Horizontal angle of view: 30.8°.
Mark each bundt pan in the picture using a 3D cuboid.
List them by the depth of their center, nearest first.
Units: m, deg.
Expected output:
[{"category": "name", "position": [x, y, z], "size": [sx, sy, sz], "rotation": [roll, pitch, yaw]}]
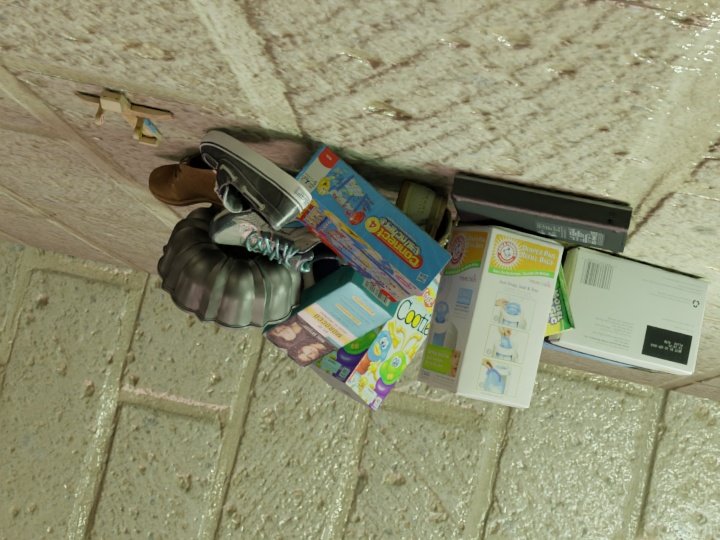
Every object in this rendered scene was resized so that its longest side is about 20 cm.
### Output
[{"category": "bundt pan", "position": [-0.165, -0.018, 1.732], "size": [0.201, 0.202, 0.076], "rotation": [14, 131, -4]}]

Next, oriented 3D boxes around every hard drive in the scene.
[{"category": "hard drive", "position": [0.207, -0.064, 1.497], "size": [0.199, 0.033, 0.140], "rotation": [12, 173, 11]}]

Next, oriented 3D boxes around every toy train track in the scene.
[{"category": "toy train track", "position": [-0.271, -0.170, 1.546], "size": [0.114, 0.033, 0.200], "rotation": [12, 174, 6]}]

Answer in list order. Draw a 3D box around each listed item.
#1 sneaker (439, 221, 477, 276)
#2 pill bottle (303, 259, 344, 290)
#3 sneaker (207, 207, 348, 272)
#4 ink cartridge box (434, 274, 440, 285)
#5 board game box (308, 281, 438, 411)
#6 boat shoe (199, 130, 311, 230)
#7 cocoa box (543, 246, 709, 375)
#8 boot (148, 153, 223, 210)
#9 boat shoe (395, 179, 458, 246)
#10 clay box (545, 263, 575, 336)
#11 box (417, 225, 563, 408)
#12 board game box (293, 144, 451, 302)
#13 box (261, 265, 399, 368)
[{"category": "sneaker", "position": [0.158, -0.026, 1.718], "size": [0.070, 0.076, 0.200], "rotation": [15, 173, -15]}, {"category": "pill bottle", "position": [0.000, 0.000, 1.806], "size": [0.116, 0.116, 0.200], "rotation": [19, 148, -40]}, {"category": "sneaker", "position": [-0.094, -0.043, 1.672], "size": [0.199, 0.087, 0.078], "rotation": [-2, 152, -12]}, {"category": "ink cartridge box", "position": [0.062, -0.044, 1.900], "size": [0.200, 0.048, 0.145], "rotation": [38, 168, -10]}, {"category": "board game box", "position": [0.022, 0.085, 1.912], "size": [0.105, 0.200, 0.103], "rotation": [25, 165, 39]}, {"category": "boat shoe", "position": [-0.137, -0.100, 1.504], "size": [0.200, 0.068, 0.072], "rotation": [34, 168, 42]}, {"category": "cocoa box", "position": [0.352, 0.059, 1.796], "size": [0.199, 0.134, 0.131], "rotation": [14, 174, -11]}, {"category": "boot", "position": [-0.221, -0.129, 1.734], "size": [0.200, 0.074, 0.076], "rotation": [9, 146, 43]}, {"category": "boat shoe", "position": [0.087, -0.056, 1.624], "size": [0.062, 0.074, 0.200], "rotation": [14, 173, 14]}, {"category": "clay box", "position": [0.223, 0.022, 1.719], "size": [0.047, 0.115, 0.200], "rotation": [-15, -176, -8]}, {"category": "box", "position": [0.154, 0.052, 1.564], "size": [0.101, 0.201, 0.112], "rotation": [14, 178, -22]}, {"category": "board game box", "position": [0.000, -0.050, 1.565], "size": [0.196, 0.056, 0.200], "rotation": [41, 171, -3]}, {"category": "box", "position": [-0.040, 0.059, 1.761], "size": [0.082, 0.049, 0.200], "rotation": [41, 136, -18]}]
